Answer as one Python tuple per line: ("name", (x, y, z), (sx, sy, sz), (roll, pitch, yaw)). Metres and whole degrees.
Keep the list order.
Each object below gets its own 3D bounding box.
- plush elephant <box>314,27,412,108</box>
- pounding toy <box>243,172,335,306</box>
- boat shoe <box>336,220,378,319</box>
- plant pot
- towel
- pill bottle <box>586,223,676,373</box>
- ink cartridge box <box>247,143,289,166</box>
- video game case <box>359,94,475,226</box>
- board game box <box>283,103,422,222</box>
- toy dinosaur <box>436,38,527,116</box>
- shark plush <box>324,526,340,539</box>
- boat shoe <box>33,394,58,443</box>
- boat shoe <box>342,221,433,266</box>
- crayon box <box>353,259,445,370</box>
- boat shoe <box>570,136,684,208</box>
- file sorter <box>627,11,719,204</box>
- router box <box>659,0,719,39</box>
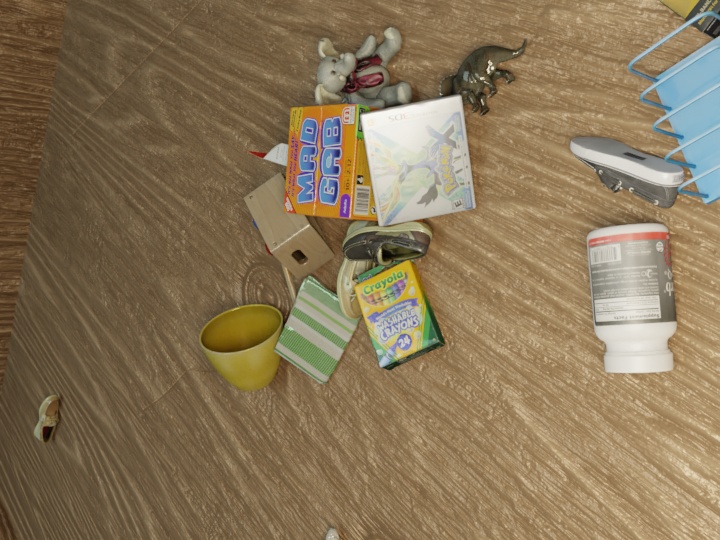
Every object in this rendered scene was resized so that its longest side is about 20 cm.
("plush elephant", (-0.017, -0.389, 1.506), (0.198, 0.153, 0.168), (-18, 72, 47))
("pounding toy", (-0.155, -0.062, 1.646), (0.141, 0.200, 0.186), (-33, 60, 3))
("boat shoe", (0.002, -0.001, 1.548), (0.063, 0.072, 0.205), (8, 88, 51))
("plant pot", (-0.262, 0.193, 1.767), (0.198, 0.198, 0.145), (20, 131, 45))
("towel", (-0.095, 0.133, 1.647), (0.151, 0.023, 0.202), (33, 114, 14))
("pill bottle", (0.390, 0.041, 1.088), (0.115, 0.114, 0.205), (-8, 84, 47))
("ink cartridge box", (-0.123, -0.248, 1.621), (0.198, 0.158, 0.048), (26, 109, 44))
("video game case", (0.103, -0.192, 1.340), (0.022, 0.178, 0.204), (-95, -6, -72))
("board game box", (-0.007, -0.201, 1.463), (0.198, 0.197, 0.205), (9, 96, 47))
("toy dinosaur", (0.204, -0.339, 1.327), (0.103, 0.076, 0.200), (54, 132, 16))
("shark plush", (-0.057, 0.657, 1.634), (0.083, 0.089, 0.204), (-131, 33, -58))
("boat shoe", (-1.146, 0.550, 2.803), (0.066, 0.073, 0.203), (37, 118, 27))
("boat shoe", (0.044, -0.043, 1.444), (0.198, 0.072, 0.067), (-10, 49, 33))
("crayon box", (0.068, 0.071, 1.452), (0.124, 0.051, 0.203), (-25, 68, 15))
("boat shoe", (0.390, -0.146, 1.132), (0.199, 0.069, 0.068), (33, 132, 46))
("file sorter", (0.462, -0.214, 1.008), (0.138, 0.121, 0.204), (-32, 67, 43))
("router box", (0.487, -0.448, 1.034), (0.158, 0.052, 0.202), (54, 126, 33))
